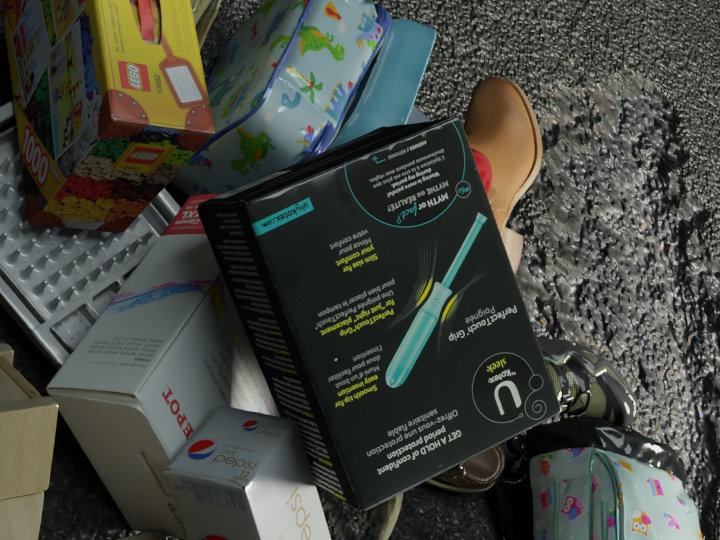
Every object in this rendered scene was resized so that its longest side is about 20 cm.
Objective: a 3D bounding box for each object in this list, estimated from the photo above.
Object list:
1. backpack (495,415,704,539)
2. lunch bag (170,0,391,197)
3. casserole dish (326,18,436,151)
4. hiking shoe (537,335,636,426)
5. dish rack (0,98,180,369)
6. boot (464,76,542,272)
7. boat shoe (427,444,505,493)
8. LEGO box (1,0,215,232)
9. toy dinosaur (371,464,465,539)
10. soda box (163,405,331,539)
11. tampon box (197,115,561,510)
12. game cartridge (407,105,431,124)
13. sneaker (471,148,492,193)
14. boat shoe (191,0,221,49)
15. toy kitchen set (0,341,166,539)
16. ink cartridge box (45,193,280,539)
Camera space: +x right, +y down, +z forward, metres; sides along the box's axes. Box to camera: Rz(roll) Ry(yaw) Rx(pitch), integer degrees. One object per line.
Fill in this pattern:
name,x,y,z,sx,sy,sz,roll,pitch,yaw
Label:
backpack,0.200,0.228,1.162,0.166,0.126,0.201,22,57,-29
lunch bag,-0.069,-0.141,1.153,0.082,0.160,0.201,41,48,-22
casserole dish,0.001,-0.131,1.172,0.039,0.121,0.200,34,43,-16
hiking shoe,0.141,0.105,1.236,0.199,0.076,0.101,26,60,-11
dish rack,-0.214,-0.027,1.056,0.200,0.044,0.172,51,47,-2
boot,0.090,-0.095,1.258,0.154,0.073,0.201,23,62,-52
boat shoe,0.037,0.105,1.138,0.202,0.075,0.075,36,65,-11
LEGO box,-0.182,-0.149,1.021,0.077,0.149,0.201,5,61,-35
toy dinosaur,0.035,0.118,1.086,0.047,0.088,0.201,-45,130,-75
soda box,-0.061,0.189,0.957,0.068,0.063,0.201,-51,139,-43
tampon box,0.010,0.023,0.929,0.149,0.126,0.201,-23,100,-17
game cartridge,-0.004,-0.084,1.253,0.133,0.041,0.200,37,48,-9
sneaker,0.076,-0.033,1.103,0.200,0.115,0.079,-50,122,-39
boat shoe,-0.144,-0.167,1.152,0.063,0.073,0.201,6,44,-8
toy kitchen set,-0.197,0.129,0.908,0.180,0.201,0.163,-6,27,-39
ink cartridge box,-0.108,0.065,1.008,0.200,0.082,0.146,-58,138,-40
